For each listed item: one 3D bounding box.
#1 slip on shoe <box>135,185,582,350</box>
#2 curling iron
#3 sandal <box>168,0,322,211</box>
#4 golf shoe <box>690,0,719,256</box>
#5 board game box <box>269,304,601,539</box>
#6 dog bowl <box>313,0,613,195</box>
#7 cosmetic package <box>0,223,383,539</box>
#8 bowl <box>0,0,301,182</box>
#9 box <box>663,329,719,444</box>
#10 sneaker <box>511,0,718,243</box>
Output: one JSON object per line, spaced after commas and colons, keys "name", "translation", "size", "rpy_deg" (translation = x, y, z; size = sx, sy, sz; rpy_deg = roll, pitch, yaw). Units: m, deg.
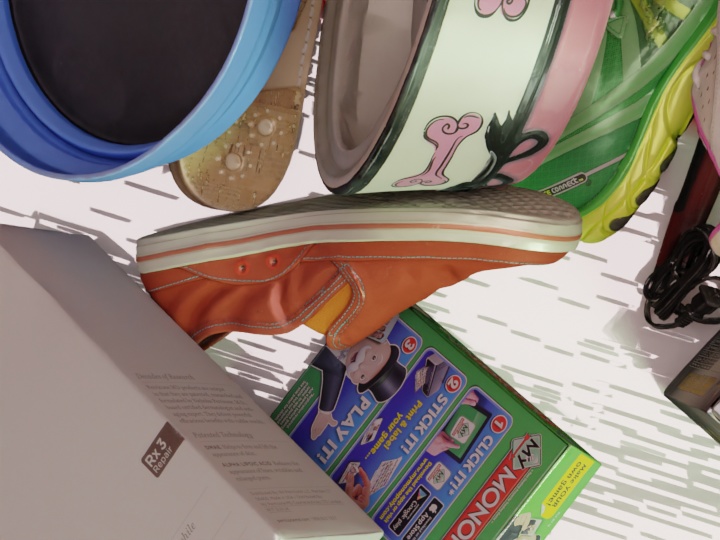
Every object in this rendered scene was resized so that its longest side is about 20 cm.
{"name": "slip on shoe", "translation": [0.000, 0.000, 1.026], "size": [0.200, 0.074, 0.061], "rpy_deg": [-8, 97, 26]}
{"name": "curling iron", "translation": [0.161, -0.064, 1.022], "size": [0.026, 0.050, 0.200], "rpy_deg": [6, 110, -37]}
{"name": "sandal", "translation": [-0.038, -0.129, 1.031], "size": [0.078, 0.070, 0.212], "rpy_deg": [4, 92, -20]}
{"name": "golf shoe", "translation": [0.158, -0.092, 0.961], "size": [0.092, 0.075, 0.200], "rpy_deg": [-12, 83, 48]}
{"name": "board game box", "translation": [-0.009, 0.119, 1.029], "size": [0.200, 0.029, 0.135], "rpy_deg": [-52, 50, 4]}
{"name": "dog bowl", "translation": [0.044, -0.121, 0.981], "size": [0.074, 0.200, 0.200], "rpy_deg": [12, 93, -14]}
{"name": "cosmetic package", "translation": [-0.102, 0.082, 1.005], "size": [0.200, 0.081, 0.113], "rpy_deg": [41, 107, 26]}
{"name": "bowl", "translation": [-0.099, -0.136, 1.012], "size": [0.201, 0.039, 0.201], "rpy_deg": [0, 89, 41]}
{"name": "box", "translation": [0.197, 0.087, 0.964], "size": [0.158, 0.200, 0.048], "rpy_deg": [42, 91, 2]}
{"name": "sneaker", "translation": [0.115, -0.111, 1.028], "size": [0.084, 0.074, 0.200], "rpy_deg": [26, 94, 0]}
